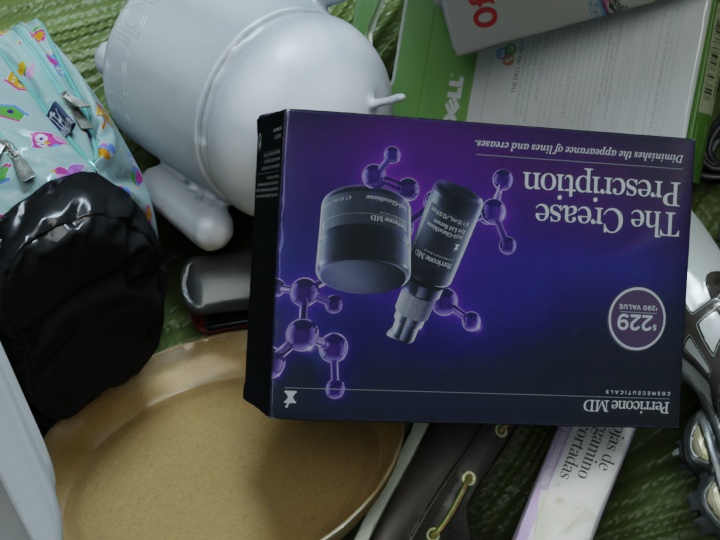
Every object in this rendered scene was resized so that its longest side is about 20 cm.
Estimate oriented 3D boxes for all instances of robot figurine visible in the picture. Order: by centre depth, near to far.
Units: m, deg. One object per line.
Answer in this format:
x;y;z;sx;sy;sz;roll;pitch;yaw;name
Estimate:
-0.062;-0.096;0.788;0.200;0.113;0.170;31;99;40;robot figurine

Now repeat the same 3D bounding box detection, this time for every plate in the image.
-0.207;0.039;0.703;0.032;0.200;0.200;-29;107;-26;plate

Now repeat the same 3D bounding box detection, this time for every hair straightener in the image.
0.000;0.000;0.790;0.199;0.077;0.041;-4;70;3;hair straightener

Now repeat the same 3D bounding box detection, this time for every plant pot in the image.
-0.073;0.099;0.739;0.200;0.028;0.200;-11;32;7;plant pot

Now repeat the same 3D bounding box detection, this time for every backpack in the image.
-0.183;-0.040;0.781;0.126;0.167;0.200;-22;54;-22;backpack

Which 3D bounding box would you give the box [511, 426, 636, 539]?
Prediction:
0.099;0.142;0.755;0.039;0.041;0.200;22;74;9;box

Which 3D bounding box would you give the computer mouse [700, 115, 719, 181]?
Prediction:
0.157;-0.132;0.844;0.200;0.046;0.141;26;86;11;computer mouse

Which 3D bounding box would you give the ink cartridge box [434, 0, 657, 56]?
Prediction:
0.115;-0.228;0.720;0.200;0.147;0.145;-14;51;4;ink cartridge box

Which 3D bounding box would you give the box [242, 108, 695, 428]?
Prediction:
0.051;0.001;0.696;0.199;0.079;0.142;2;94;-14;box

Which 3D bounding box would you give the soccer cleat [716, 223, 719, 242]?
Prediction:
0.272;-0.070;0.787;0.084;0.065;0.200;23;78;48;soccer cleat

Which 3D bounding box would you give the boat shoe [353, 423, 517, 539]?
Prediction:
0.036;0.126;0.748;0.060;0.072;0.202;22;73;9;boat shoe

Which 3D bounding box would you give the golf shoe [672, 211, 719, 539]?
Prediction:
0.198;0.037;0.746;0.078;0.094;0.200;-2;68;-44;golf shoe

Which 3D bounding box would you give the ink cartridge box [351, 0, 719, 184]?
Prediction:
0.095;-0.116;0.804;0.200;0.059;0.104;12;96;23;ink cartridge box
